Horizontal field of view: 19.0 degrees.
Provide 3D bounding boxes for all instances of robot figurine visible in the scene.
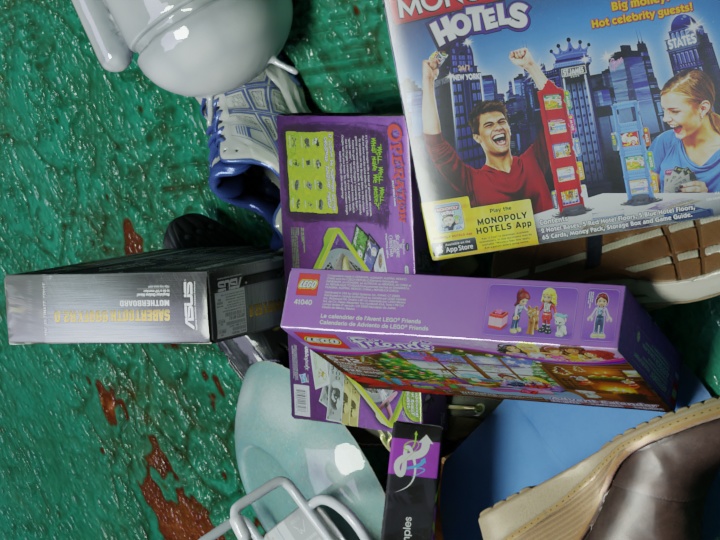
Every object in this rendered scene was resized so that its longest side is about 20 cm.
[{"bbox_3d":[-0.118,-0.200,1.424,0.169,0.113,0.201,-31,86,26],"label":"robot figurine"}]

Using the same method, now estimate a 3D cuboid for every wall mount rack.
[{"bbox_3d":[-0.037,0.234,1.463,0.174,0.074,0.200,54,154,6],"label":"wall mount rack"}]

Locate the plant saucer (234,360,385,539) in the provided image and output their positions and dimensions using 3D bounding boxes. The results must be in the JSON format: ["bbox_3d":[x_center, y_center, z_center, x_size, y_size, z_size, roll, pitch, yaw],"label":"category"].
[{"bbox_3d":[-0.041,0.161,1.525,0.201,0.039,0.202,45,151,34],"label":"plant saucer"}]

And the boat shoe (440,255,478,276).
[{"bbox_3d":[0.022,0.035,1.439,0.076,0.072,0.200,44,146,9],"label":"boat shoe"}]

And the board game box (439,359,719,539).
[{"bbox_3d":[0.141,0.135,1.297,0.200,0.039,0.158,-47,59,16],"label":"board game box"}]

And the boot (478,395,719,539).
[{"bbox_3d":[0.177,0.173,1.214,0.200,0.072,0.167,-31,78,21],"label":"boot"}]

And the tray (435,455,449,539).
[{"bbox_3d":[0.113,0.202,1.453,0.200,0.037,0.099,45,145,30],"label":"tray"}]

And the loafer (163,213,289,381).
[{"bbox_3d":[-0.084,0.045,1.600,0.201,0.068,0.070,50,138,15],"label":"loafer"}]

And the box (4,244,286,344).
[{"bbox_3d":[-0.120,0.015,1.457,0.158,0.200,0.049,-2,95,26],"label":"box"}]

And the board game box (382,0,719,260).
[{"bbox_3d":[0.119,-0.121,1.094,0.199,0.062,0.201,-8,98,14],"label":"board game box"}]

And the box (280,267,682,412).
[{"bbox_3d":[0.071,0.041,1.231,0.199,0.039,0.137,3,163,23],"label":"box"}]

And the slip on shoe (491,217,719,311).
[{"bbox_3d":[0.162,-0.007,1.203,0.200,0.060,0.076,-16,59,46],"label":"slip on shoe"}]

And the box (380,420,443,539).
[{"bbox_3d":[0.025,0.205,1.323,0.143,0.036,0.201,90,-173,-76],"label":"box"}]

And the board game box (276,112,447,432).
[{"bbox_3d":[0.000,0.000,1.367,0.120,0.032,0.201,6,101,48],"label":"board game box"}]

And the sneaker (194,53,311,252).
[{"bbox_3d":[-0.077,-0.094,1.468,0.200,0.088,0.075,46,147,30],"label":"sneaker"}]

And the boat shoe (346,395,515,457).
[{"bbox_3d":[0.042,0.092,1.414,0.201,0.072,0.061,-23,49,52],"label":"boat shoe"}]
